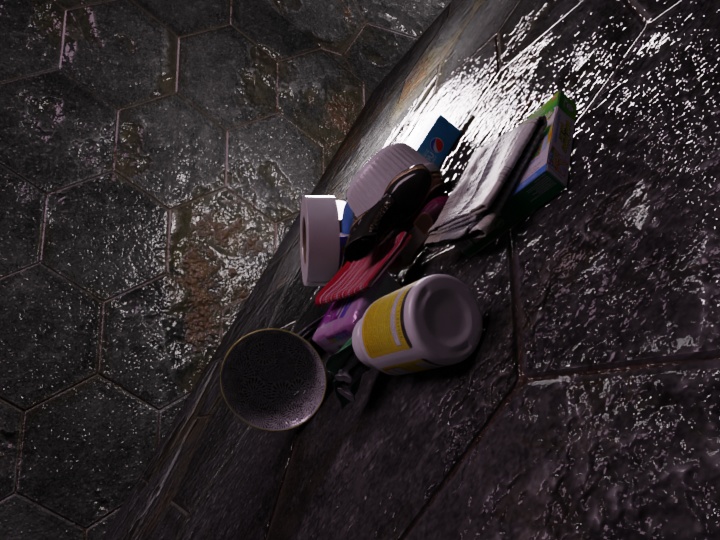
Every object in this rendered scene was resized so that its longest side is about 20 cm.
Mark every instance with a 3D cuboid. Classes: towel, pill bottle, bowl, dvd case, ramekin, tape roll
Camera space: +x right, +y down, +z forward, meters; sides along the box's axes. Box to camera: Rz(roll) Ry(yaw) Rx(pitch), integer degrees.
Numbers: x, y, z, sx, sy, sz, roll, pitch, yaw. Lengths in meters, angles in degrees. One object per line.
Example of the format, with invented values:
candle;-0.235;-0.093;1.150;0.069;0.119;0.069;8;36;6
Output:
towel;0.175;-0.125;0.898;0.202;0.034;0.192;-60;14;-14
pill bottle;0.064;0.081;0.811;0.200;0.111;0.112;-30;29;60
bowl;-0.161;0.192;1.154;0.202;0.200;0.094;-53;10;10
towel;0.000;0.000;1.109;0.145;0.023;0.199;-50;15;-30
dvd case;-0.117;0.140;1.374;0.148;0.016;0.200;-33;-6;-44
ramekin;0.062;-0.171;1.255;0.200;0.105;0.200;-42;-11;-10
tape roll;-0.093;-0.066;1.349;0.202;0.070;0.206;179;90;-79

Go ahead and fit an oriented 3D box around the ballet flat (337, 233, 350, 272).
ballet flat;-0.016;0.002;1.254;0.072;0.067;0.203;84;-162;-74

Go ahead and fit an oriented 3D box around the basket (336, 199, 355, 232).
basket;-0.072;-0.100;1.672;0.181;0.136;0.200;-49;18;4

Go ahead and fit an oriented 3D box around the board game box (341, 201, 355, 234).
board game box;-0.014;-0.064;1.463;0.158;0.038;0.204;175;94;-79

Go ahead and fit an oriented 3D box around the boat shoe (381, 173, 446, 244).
boat shoe;0.107;-0.098;1.197;0.201;0.070;0.071;-52;51;29

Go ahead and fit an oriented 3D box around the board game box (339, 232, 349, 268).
board game box;-0.046;-0.017;1.413;0.200;0.044;0.137;-153;62;-77

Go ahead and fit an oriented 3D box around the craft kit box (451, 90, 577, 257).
craft kit box;0.230;-0.143;0.908;0.200;0.048;0.199;-40;23;48

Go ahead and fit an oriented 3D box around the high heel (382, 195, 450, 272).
high heel;0.109;-0.065;1.153;0.096;0.068;0.200;-36;-4;-41

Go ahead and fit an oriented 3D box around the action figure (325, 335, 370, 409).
action figure;0.024;0.113;0.953;0.200;0.054;0.119;-49;-33;-39

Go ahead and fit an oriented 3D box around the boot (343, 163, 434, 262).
boot;0.053;-0.096;1.091;0.200;0.077;0.139;-46;9;22

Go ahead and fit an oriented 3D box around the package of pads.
package of pads;-0.004;0.084;1.119;0.121;0.075;0.200;-58;13;-27

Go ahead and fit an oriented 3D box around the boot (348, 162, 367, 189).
boot;0.019;-0.170;1.508;0.202;0.130;0.068;-62;15;-24

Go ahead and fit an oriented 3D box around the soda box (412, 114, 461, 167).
soda box;0.147;-0.255;1.399;0.201;0.067;0.064;-57;13;-5
